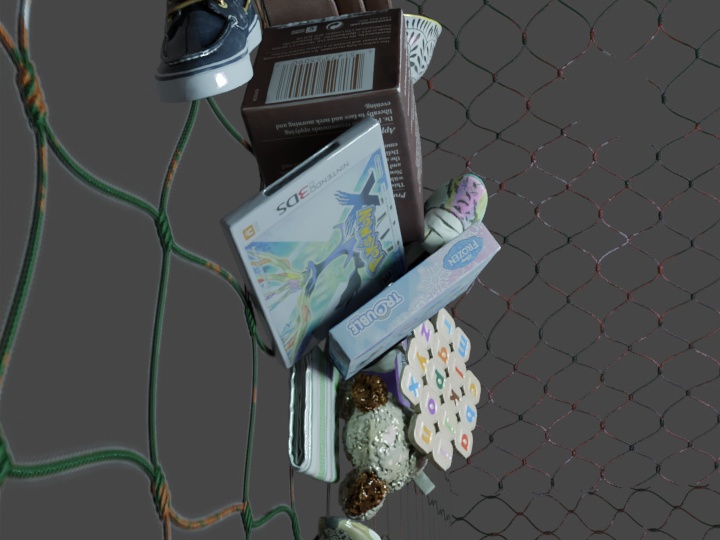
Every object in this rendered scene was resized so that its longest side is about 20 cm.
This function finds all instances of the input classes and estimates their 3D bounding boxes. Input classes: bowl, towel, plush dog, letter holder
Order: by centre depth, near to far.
[{"bbox_3d":[-0.054,0.172,0.864,0.200,0.030,0.152,68,20,-68],"label":"towel"},{"bbox_3d":[-0.027,-0.288,0.913,0.201,0.140,0.102,75,13,-46],"label":"letter holder"},{"bbox_3d":[0.031,0.228,0.953,0.172,0.158,0.203,35,50,-70],"label":"plush dog"},{"bbox_3d":[0.022,-0.300,1.063,0.201,0.197,0.096,-30,118,-80],"label":"bowl"}]

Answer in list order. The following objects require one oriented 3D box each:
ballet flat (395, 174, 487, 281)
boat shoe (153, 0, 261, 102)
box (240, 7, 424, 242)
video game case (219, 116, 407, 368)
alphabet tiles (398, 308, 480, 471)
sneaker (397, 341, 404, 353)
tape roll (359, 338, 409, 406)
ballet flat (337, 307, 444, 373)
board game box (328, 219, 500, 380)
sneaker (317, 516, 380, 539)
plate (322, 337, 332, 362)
[{"bbox_3d":[0.078,-0.036,0.872,0.069,0.200,0.071,44,49,-2],"label":"ballet flat"},{"bbox_3d":[-0.119,-0.193,0.537,0.201,0.070,0.092,-93,172,-59],"label":"boat shoe"},{"bbox_3d":[-0.020,-0.151,0.808,0.166,0.163,0.202,-87,168,-44],"label":"box"},{"bbox_3d":[-0.034,-0.022,0.720,0.182,0.022,0.202,-39,139,-22],"label":"video game case"},{"bbox_3d":[0.108,0.157,0.977,0.196,0.014,0.202,48,45,-38],"label":"alphabet tiles"},{"bbox_3d":[0.034,0.025,1.071,0.080,0.070,0.204,-14,-93,56],"label":"sneaker"},{"bbox_3d":[0.029,0.152,1.198,0.200,0.084,0.203,-5,90,-82],"label":"tape roll"},{"bbox_3d":[0.044,0.100,1.014,0.073,0.199,0.074,44,-26,29],"label":"ballet flat"},{"bbox_3d":[0.053,0.042,0.834,0.044,0.199,0.199,53,-11,9],"label":"board game box"},{"bbox_3d":[-0.013,0.376,0.865,0.089,0.076,0.202,-67,149,-54],"label":"sneaker"},{"bbox_3d":[0.000,0.000,0.938,0.201,0.032,0.201,107,1,-50],"label":"plate"}]
